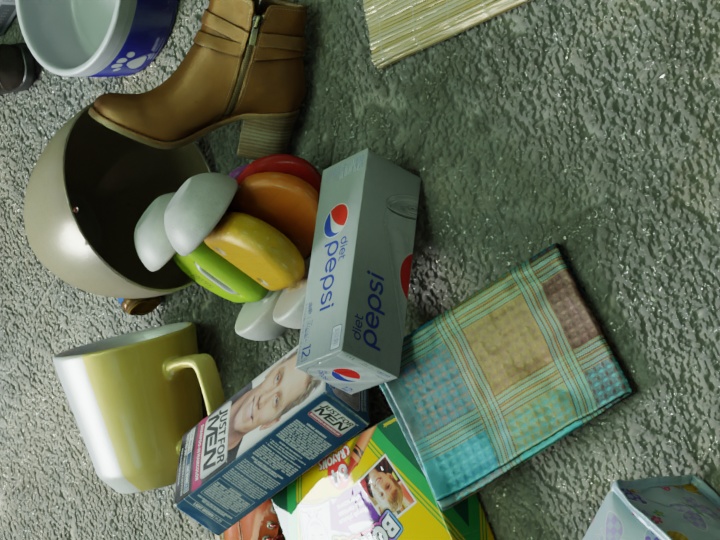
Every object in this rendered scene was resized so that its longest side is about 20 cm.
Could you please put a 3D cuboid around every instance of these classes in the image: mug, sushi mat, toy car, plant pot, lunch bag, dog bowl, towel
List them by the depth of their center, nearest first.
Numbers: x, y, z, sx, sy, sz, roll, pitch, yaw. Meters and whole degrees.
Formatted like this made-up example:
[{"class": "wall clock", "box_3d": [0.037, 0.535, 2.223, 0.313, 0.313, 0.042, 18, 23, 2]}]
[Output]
[{"class": "lunch bag", "box_3d": [0.243, 0.276, 1.144, 0.200, 0.127, 0.170, 47, 123, 44]}, {"class": "towel", "box_3d": [0.112, 0.088, 1.292, 0.200, 0.022, 0.147, -34, 69, 23]}, {"class": "sushi mat", "box_3d": [0.073, -0.250, 1.350, 0.200, 0.012, 0.096, -19, 79, 45]}, {"class": "toy car", "box_3d": [-0.099, -0.037, 1.455, 0.150, 0.175, 0.200, -61, 18, -22]}, {"class": "plant pot", "box_3d": [-0.256, -0.056, 1.552, 0.134, 0.200, 0.201, -21, 78, 37]}, {"class": "mug", "box_3d": [-0.222, 0.145, 1.589, 0.187, 0.149, 0.154, -177, 74, -76]}, {"class": "dog bowl", "box_3d": [-0.283, -0.306, 1.663, 0.200, 0.079, 0.201, 4, 96, 45]}]

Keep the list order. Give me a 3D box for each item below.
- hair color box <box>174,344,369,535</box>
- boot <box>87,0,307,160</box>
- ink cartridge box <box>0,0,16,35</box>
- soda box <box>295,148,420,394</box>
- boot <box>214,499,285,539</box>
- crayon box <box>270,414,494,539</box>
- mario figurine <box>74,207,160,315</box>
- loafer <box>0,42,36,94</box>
[{"class": "hair color box", "box_3d": [-0.082, 0.147, 1.443, 0.200, 0.060, 0.100, -38, 29, 24]}, {"class": "boot", "box_3d": [-0.149, -0.191, 1.468, 0.077, 0.199, 0.156, -90, 10, -69]}, {"class": "ink cartridge box", "box_3d": [-0.425, -0.404, 1.826, 0.200, 0.043, 0.174, -45, 62, 38]}, {"class": "soda box", "box_3d": [0.000, 0.000, 1.350, 0.063, 0.068, 0.201, -24, 48, 44]}, {"class": "boot", "box_3d": [-0.089, 0.263, 1.520, 0.107, 0.075, 0.201, -31, 70, 37]}, {"class": "crayon box", "box_3d": [0.020, 0.238, 1.407, 0.200, 0.058, 0.173, -34, 71, 40]}, {"class": "mario figurine", "box_3d": [-0.265, -0.053, 1.687, 0.123, 0.106, 0.200, -39, 73, 0]}, {"class": "loafer", "box_3d": [-0.466, -0.235, 1.861, 0.200, 0.071, 0.073, -12, 85, 45]}]
